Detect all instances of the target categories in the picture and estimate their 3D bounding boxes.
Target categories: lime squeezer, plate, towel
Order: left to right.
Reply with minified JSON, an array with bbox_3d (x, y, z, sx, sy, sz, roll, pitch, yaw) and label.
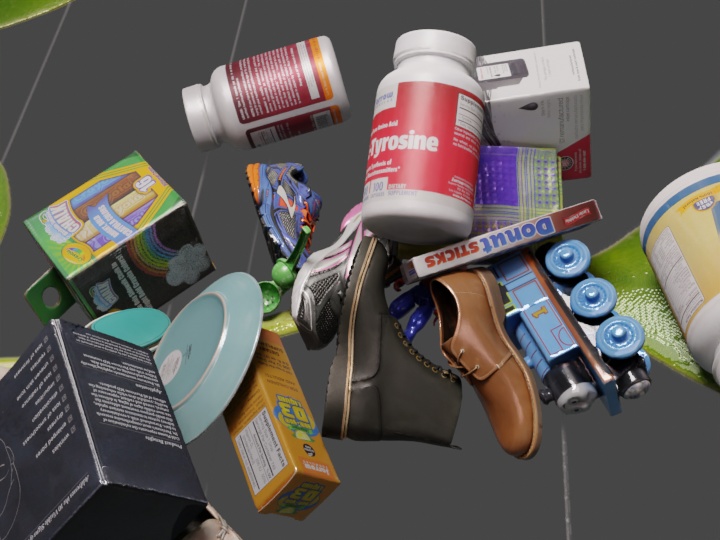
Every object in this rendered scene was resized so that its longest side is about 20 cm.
[{"bbox_3d":[-0.171,0.087,1.024,0.200,0.026,0.200,-34,39,33],"label":"plate"},{"bbox_3d":[-0.103,0.014,1.094,0.200,0.071,0.038,-44,57,27],"label":"lime squeezer"},{"bbox_3d":[0.126,-0.074,1.079,0.200,0.023,0.144,5,71,-8],"label":"towel"}]

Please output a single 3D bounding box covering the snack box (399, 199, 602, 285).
[{"bbox_3d":[0.142,-0.028,1.018,0.200,0.072,0.024,-18,85,-10],"label":"snack box"}]

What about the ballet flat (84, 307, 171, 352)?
[{"bbox_3d":[-0.285,0.095,1.074,0.069,0.070,0.200,15,22,24],"label":"ballet flat"}]

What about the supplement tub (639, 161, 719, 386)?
[{"bbox_3d":[0.363,0.011,0.941,0.144,0.145,0.200,-14,50,3],"label":"supplement tub"}]

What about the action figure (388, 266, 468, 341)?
[{"bbox_3d":[0.064,0.034,1.062,0.065,0.052,0.200,34,63,20],"label":"action figure"}]

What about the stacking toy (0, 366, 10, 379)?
[{"bbox_3d":[-0.437,0.137,1.078,0.146,0.146,0.200,-37,35,-16],"label":"stacking toy"}]

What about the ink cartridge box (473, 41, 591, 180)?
[{"bbox_3d":[0.157,-0.168,1.141,0.200,0.145,0.083,-7,51,8],"label":"ink cartridge box"}]

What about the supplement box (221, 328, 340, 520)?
[{"bbox_3d":[-0.091,0.146,0.987,0.069,0.066,0.200,-44,48,21],"label":"supplement box"}]

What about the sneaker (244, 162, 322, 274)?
[{"bbox_3d":[-0.080,-0.065,1.167,0.078,0.075,0.200,-18,51,-5],"label":"sneaker"}]

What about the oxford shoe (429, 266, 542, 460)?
[{"bbox_3d":[0.114,0.092,0.963,0.071,0.071,0.200,-3,61,-32],"label":"oxford shoe"}]

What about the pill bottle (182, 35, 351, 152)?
[{"bbox_3d":[-0.120,-0.220,1.276,0.200,0.113,0.113,-16,49,1],"label":"pill bottle"}]

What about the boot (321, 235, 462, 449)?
[{"bbox_3d":[0.043,0.074,0.984,0.138,0.077,0.200,9,84,-1],"label":"boot"}]

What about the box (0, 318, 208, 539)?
[{"bbox_3d":[-0.272,0.191,0.923,0.200,0.124,0.197,-46,47,17],"label":"box"}]

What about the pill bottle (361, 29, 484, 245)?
[{"bbox_3d":[0.066,-0.134,1.008,0.112,0.112,0.200,3,76,17],"label":"pill bottle"}]

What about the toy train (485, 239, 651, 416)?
[{"bbox_3d":[0.205,0.057,0.989,0.114,0.087,0.200,-28,51,3],"label":"toy train"}]

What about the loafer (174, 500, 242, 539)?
[{"bbox_3d":[-0.159,0.247,0.937,0.072,0.063,0.200,-36,52,-16],"label":"loafer"}]

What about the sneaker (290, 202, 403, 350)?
[{"bbox_3d":[0.000,0.000,1.077,0.086,0.080,0.200,7,54,35],"label":"sneaker"}]

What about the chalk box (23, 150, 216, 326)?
[{"bbox_3d":[-0.293,-0.016,1.147,0.200,0.125,0.124,-34,52,-15],"label":"chalk box"}]
